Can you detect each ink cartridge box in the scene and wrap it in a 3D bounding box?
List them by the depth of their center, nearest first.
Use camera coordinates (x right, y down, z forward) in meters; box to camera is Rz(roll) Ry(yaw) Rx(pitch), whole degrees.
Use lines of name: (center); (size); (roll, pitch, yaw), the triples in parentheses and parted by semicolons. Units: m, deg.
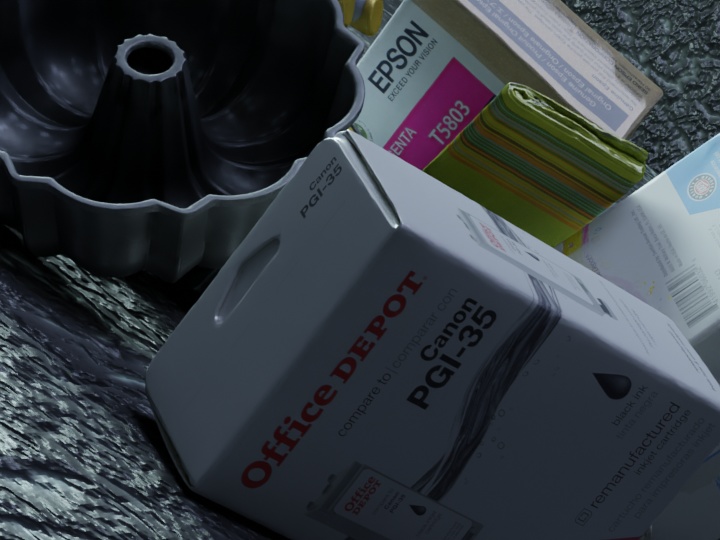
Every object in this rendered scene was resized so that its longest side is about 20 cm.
ink cartridge box: (0.033, 0.055, 1.190); (0.200, 0.147, 0.083); (29, 18, -32)
ink cartridge box: (0.155, 0.053, 1.473); (0.125, 0.200, 0.129); (48, 13, -35)
ink cartridge box: (0.072, -0.094, 1.838); (0.165, 0.200, 0.075); (40, 47, 2)

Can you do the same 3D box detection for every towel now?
towel: (0.073, -0.039, 1.537); (0.086, 0.018, 0.200); (31, -30, -11)

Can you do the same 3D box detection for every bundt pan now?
bundt pan: (-0.099, -0.072, 1.330); (0.201, 0.076, 0.202); (3, 46, -3)

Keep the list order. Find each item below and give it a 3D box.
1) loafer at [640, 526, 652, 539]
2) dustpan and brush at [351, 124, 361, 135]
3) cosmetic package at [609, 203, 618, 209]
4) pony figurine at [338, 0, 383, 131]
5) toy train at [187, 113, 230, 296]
loafer: (0.056, 0.078, 1.306); (0.200, 0.070, 0.070); (47, 14, -28)
dustpan and brush: (-0.014, -0.068, 1.810); (0.201, 0.057, 0.140); (58, -14, 4)
cosmetic package: (0.198, 0.039, 1.778); (0.150, 0.052, 0.200); (8, -33, 44)
pony figurine: (-0.092, -0.156, 1.588); (0.199, 0.194, 0.167); (15, 43, 16)
toy train: (-0.071, -0.031, 1.466); (0.114, 0.085, 0.200); (45, 4, -20)
